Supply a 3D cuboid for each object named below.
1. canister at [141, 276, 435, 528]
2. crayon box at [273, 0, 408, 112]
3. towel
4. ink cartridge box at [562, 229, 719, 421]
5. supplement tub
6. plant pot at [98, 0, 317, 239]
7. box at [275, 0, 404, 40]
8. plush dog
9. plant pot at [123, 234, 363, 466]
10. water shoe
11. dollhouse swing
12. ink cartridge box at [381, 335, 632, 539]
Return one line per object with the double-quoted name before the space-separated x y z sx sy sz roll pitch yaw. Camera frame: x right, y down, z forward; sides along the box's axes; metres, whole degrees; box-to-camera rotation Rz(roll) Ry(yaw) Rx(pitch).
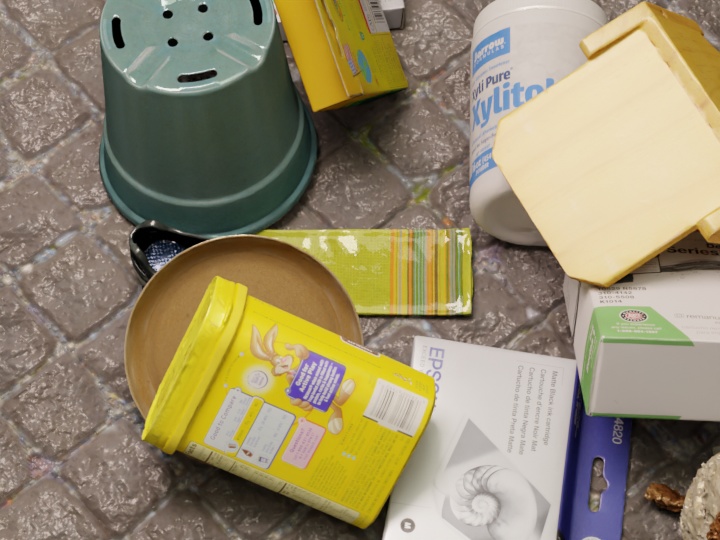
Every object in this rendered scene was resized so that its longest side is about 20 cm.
"canister" -0.056 0.111 1.612 0.200 0.149 0.087 24 22 -9
"crayon box" -0.023 -0.208 1.752 0.051 0.200 0.127 -19 91 16
"towel" 0.000 0.000 1.763 0.200 0.018 0.086 0 62 -3
"ink cartridge box" 0.254 0.037 1.670 0.146 0.084 0.200 2 31 -3
"supplement tub" 0.163 -0.135 1.779 0.132 0.132 0.200 2 62 -2
"plant pot" -0.140 -0.159 1.728 0.200 0.196 0.200 0 59 1
"box" -0.069 -0.293 1.899 0.200 0.041 0.156 -7 63 -6
"plush dog" 0.317 0.183 1.598 0.160 0.172 0.200 29 66 12
"plant pot" -0.098 0.068 1.668 0.200 0.027 0.200 -1 98 -4
"water shoe" -0.112 0.019 1.704 0.200 0.079 0.072 21 75 14
"dollhouse swing" 0.243 -0.090 1.683 0.176 0.182 0.200 -39 71 22
"ink cartridge box" 0.128 0.162 1.673 0.200 0.041 0.200 8 63 1
